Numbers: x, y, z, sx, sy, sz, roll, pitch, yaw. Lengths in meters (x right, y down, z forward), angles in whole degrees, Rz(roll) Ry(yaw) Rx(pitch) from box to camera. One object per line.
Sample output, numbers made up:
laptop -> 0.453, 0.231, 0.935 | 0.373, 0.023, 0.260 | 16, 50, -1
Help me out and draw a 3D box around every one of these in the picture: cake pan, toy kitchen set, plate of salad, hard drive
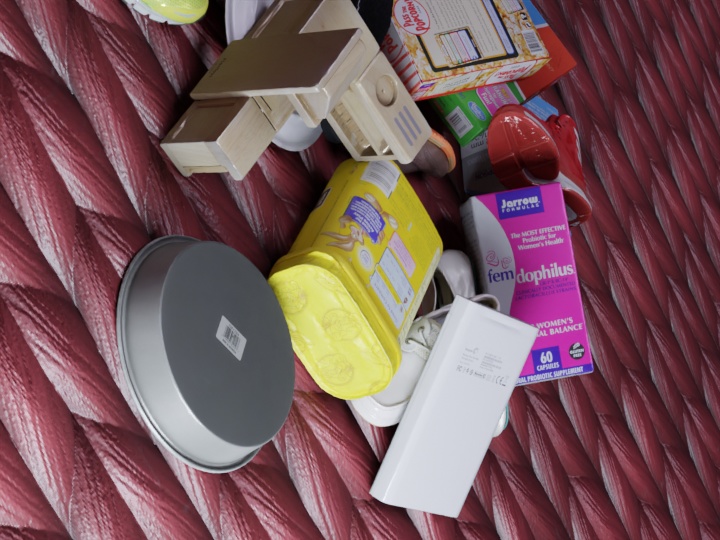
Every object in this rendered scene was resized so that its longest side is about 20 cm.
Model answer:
cake pan -> -0.120, 0.064, 1.299 | 0.200, 0.036, 0.203 | 32, 49, -46
toy kitchen set -> -0.025, -0.120, 1.366 | 0.201, 0.162, 0.181 | -55, 126, -28
plate of salad -> -0.081, -0.212, 1.485 | 0.199, 0.047, 0.203 | 19, 68, -60
hard drive -> 0.092, 0.132, 1.496 | 0.131, 0.026, 0.202 | 21, 94, -52

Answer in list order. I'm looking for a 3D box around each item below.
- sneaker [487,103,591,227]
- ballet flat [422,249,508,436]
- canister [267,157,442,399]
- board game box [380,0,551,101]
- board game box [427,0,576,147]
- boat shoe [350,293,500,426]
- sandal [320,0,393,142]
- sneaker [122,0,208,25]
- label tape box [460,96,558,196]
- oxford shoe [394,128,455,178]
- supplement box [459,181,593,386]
sneaker -> 0.192, -0.143, 1.749 | 0.200, 0.077, 0.117 | 53, 28, -46
ballet flat -> 0.097, 0.075, 1.615 | 0.069, 0.069, 0.203 | 14, 60, -54
canister -> 0.000, 0.000, 1.471 | 0.149, 0.086, 0.201 | 58, 33, -22
board game box -> 0.094, -0.268, 1.681 | 0.198, 0.046, 0.153 | -15, 75, -39
board game box -> 0.134, -0.245, 1.755 | 0.154, 0.040, 0.199 | 53, 49, 1
boat shoe -> 0.065, 0.075, 1.510 | 0.071, 0.069, 0.200 | 46, 47, 7
sandal -> -0.014, -0.220, 1.531 | 0.075, 0.045, 0.202 | 48, 55, -56
sneaker -> -0.181, -0.295, 1.331 | 0.201, 0.089, 0.079 | 53, 35, -30
label tape box -> 0.178, -0.111, 1.820 | 0.143, 0.066, 0.203 | 23, 58, -49
oxford shoe -> 0.037, -0.129, 1.627 | 0.073, 0.071, 0.200 | -58, 148, 0
supplement box -> 0.173, 0.017, 1.665 | 0.103, 0.100, 0.203 | 122, -42, -85
